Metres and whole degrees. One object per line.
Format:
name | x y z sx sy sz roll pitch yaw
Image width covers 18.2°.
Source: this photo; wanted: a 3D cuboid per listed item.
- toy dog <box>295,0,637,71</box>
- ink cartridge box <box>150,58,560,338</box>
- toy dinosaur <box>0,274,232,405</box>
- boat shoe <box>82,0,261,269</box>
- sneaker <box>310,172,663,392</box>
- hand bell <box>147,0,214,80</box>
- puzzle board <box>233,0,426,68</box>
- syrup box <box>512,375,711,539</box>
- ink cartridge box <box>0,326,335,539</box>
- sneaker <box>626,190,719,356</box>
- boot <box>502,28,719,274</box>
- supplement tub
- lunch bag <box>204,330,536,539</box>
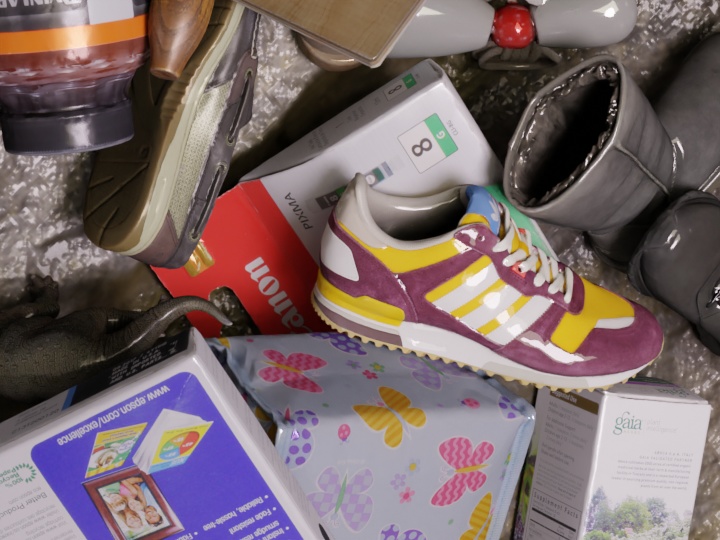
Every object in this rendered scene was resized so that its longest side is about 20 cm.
toy dog | 0.048 -0.168 1.266 0.199 0.132 0.097 -3 87 -26
ink cartridge box | 0.000 0.000 1.277 0.200 0.050 0.161 -33 113 2
toy dinosaur | -0.163 0.045 1.203 0.102 0.199 0.077 -36 130 -57
boat shoe | -0.093 -0.097 1.249 0.066 0.072 0.201 31 74 -47
sneaker | 0.077 0.004 1.224 0.199 0.075 0.090 10 119 -9
hand bell | -0.080 -0.196 1.188 0.104 0.104 0.201 19 77 -25
puzzle board | 0.002 -0.213 1.225 0.200 0.150 0.017 -54 156 -19
syrup box | 0.147 0.165 1.386 0.078 0.081 0.201 6 96 -26
ink cartridge box | -0.116 0.153 1.127 0.198 0.043 0.200 -26 111 12
sneaker | 0.234 0.017 1.359 0.076 0.091 0.200 -54 140 3
boot | 0.162 -0.089 1.301 0.182 0.072 0.200 -62 149 -4
supplement tub | -0.164 -0.164 1.181 0.107 0.107 0.201 -11 103 -22
lunch bag | -0.014 0.141 1.235 0.169 0.127 0.201 -1 121 -32
